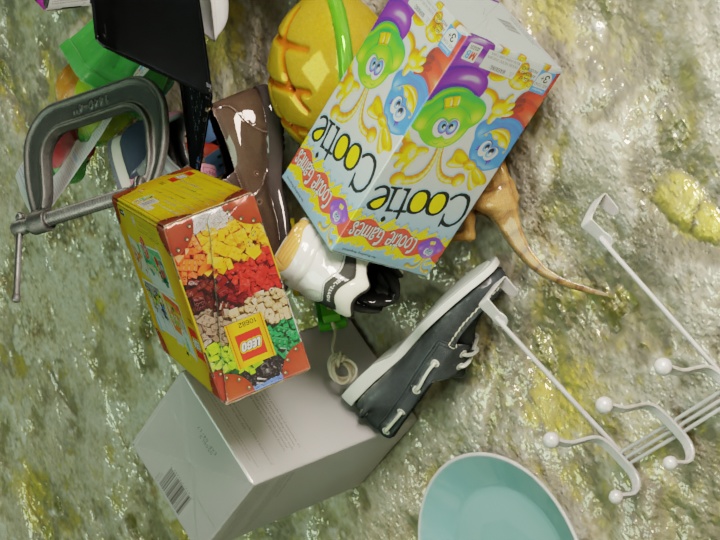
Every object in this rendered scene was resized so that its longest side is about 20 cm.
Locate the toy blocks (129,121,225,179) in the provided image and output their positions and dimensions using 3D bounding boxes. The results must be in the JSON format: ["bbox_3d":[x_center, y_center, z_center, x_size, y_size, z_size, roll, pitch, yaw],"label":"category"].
[{"bbox_3d":[-0.141,-0.067,1.673,0.136,0.099,0.202,-27,66,41],"label":"toy blocks"}]

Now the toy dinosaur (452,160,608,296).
[{"bbox_3d":[0.107,-0.053,1.425,0.106,0.060,0.202,-26,83,47],"label":"toy dinosaur"}]

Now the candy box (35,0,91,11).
[{"bbox_3d":[-0.305,-0.379,1.784,0.136,0.061,0.201,44,130,31],"label":"candy box"}]

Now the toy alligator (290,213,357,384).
[{"bbox_3d":[-0.030,0.013,1.586,0.054,0.059,0.202,77,-178,-69],"label":"toy alligator"}]

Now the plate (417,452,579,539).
[{"bbox_3d":[0.126,0.249,1.524,0.199,0.025,0.202,17,113,45],"label":"plate"}]

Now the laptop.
[{"bbox_3d":[-0.185,-0.201,1.521,0.200,0.102,0.179,109,156,-57],"label":"laptop"}]

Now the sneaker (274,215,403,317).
[{"bbox_3d":[0.000,0.000,1.471,0.087,0.200,0.076,37,111,13],"label":"sneaker"}]

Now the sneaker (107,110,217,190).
[{"bbox_3d":[-0.156,-0.052,1.596,0.082,0.070,0.201,-31,73,18],"label":"sneaker"}]

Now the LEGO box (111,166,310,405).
[{"bbox_3d":[-0.125,0.007,1.453,0.200,0.077,0.150,26,136,68],"label":"LEGO box"}]

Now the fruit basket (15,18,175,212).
[{"bbox_3d":[-0.260,-0.143,1.720,0.201,0.093,0.185,-60,24,8],"label":"fruit basket"}]

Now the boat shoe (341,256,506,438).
[{"bbox_3d":[0.065,0.066,1.505,0.060,0.076,0.200,46,129,3],"label":"boat shoe"}]

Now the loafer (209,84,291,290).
[{"bbox_3d":[-0.102,-0.059,1.560,0.073,0.070,0.202,168,98,-74],"label":"loafer"}]

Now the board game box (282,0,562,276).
[{"bbox_3d":[0.044,-0.112,1.388,0.201,0.102,0.105,-58,42,22],"label":"board game box"}]

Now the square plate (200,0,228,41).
[{"bbox_3d":[-0.149,-0.321,1.601,0.198,0.028,0.202,-136,40,-65],"label":"square plate"}]

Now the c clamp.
[{"bbox_3d":[-0.241,-0.080,1.603,0.199,0.027,0.172,-20,68,31],"label":"c clamp"}]

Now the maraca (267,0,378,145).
[{"bbox_3d":[-0.026,-0.149,1.512,0.201,0.106,0.138,97,166,-51],"label":"maraca"}]

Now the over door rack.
[{"bbox_3d":[0.182,0.068,1.353,0.201,0.066,0.148,56,136,6],"label":"over door rack"}]

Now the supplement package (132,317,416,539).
[{"bbox_3d":[-0.074,0.142,1.580,0.122,0.199,0.120,55,135,19],"label":"supplement package"}]
